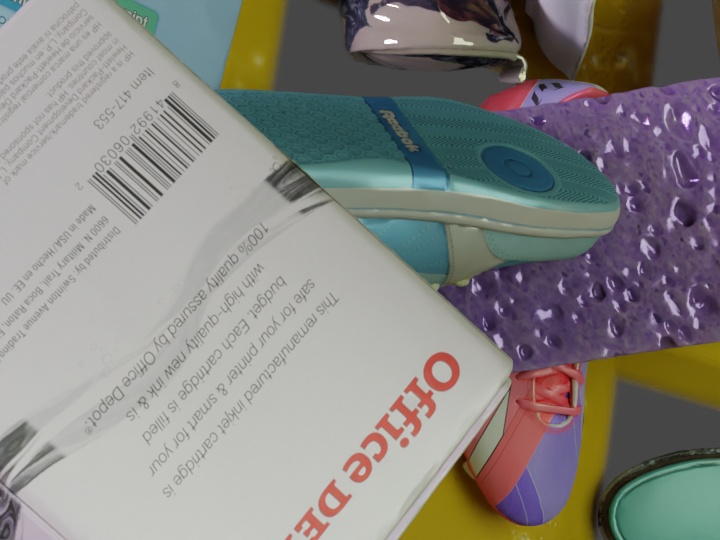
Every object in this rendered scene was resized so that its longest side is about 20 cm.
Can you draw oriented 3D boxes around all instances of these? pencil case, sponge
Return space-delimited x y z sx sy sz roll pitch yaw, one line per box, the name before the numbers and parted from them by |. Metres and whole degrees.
pencil case | 0.029 -0.180 0.868 0.089 0.078 0.202 -2 86 -9
sponge | 0.072 -0.013 0.848 0.198 0.030 0.113 -8 89 1

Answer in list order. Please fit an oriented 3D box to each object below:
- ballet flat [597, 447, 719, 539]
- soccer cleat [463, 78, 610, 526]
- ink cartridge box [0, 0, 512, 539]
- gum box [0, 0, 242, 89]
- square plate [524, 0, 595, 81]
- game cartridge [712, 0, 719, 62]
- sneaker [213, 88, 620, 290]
ballet flat | 0.211 0.118 0.974 0.199 0.072 0.073 -3 87 -3
soccer cleat | 0.082 0.013 0.891 0.066 0.076 0.202 5 83 -36
ink cartridge box | -0.074 0.026 0.649 0.200 0.086 0.147 42 65 -4
gum box | -0.116 -0.165 0.782 0.169 0.044 0.201 23 73 -33
square plate | 0.085 -0.196 0.872 0.028 0.198 0.202 -1 86 3
game cartridge | 0.190 -0.065 0.928 0.032 0.200 0.178 -8 91 5
sneaker | 0.000 0.000 0.805 0.198 0.080 0.131 5 122 -21
